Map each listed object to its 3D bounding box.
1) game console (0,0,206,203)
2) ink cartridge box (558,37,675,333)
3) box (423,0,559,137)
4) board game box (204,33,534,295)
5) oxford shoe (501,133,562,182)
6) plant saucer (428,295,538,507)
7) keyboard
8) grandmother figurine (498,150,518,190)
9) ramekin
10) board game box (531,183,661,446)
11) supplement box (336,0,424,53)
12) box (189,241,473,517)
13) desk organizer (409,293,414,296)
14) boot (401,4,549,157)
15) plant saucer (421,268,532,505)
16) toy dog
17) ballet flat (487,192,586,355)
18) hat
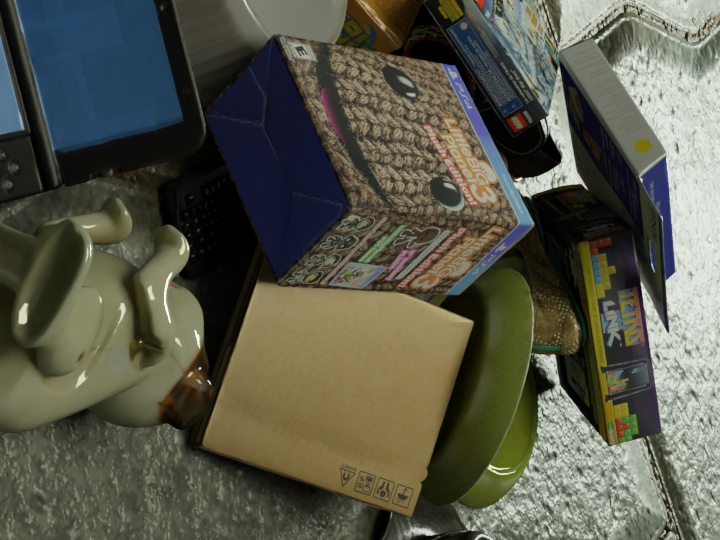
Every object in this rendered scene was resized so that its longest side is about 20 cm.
[{"bbox_3d":[-0.214,-0.152,1.295,0.172,0.118,0.201,-21,98,-57],"label":"game console"},{"bbox_3d":[0.243,-0.076,1.776,0.198,0.047,0.201,73,-10,-57],"label":"ink cartridge box"},{"bbox_3d":[0.116,-0.206,1.707,0.137,0.040,0.200,56,19,-12],"label":"box"},{"bbox_3d":[0.007,-0.076,1.502,0.199,0.097,0.160,3,53,-45],"label":"board game box"},{"bbox_3d":[0.135,-0.181,1.875,0.071,0.072,0.201,-47,120,-50],"label":"oxford shoe"},{"bbox_3d":[0.111,0.112,1.794,0.200,0.031,0.202,21,64,-53],"label":"plant saucer"},{"bbox_3d":[-0.082,-0.070,1.540,0.200,0.039,0.105,-35,114,-56],"label":"keyboard"},{"bbox_3d":[0.088,-0.094,1.737,0.121,0.061,0.200,46,6,14],"label":"grandmother figurine"},{"bbox_3d":[-0.091,-0.229,1.525,0.202,0.094,0.204,21,64,-52],"label":"ramekin"},{"bbox_3d":[0.218,0.038,1.846,0.165,0.056,0.201,-124,-158,-69],"label":"board game box"},{"bbox_3d":[0.023,-0.264,1.727,0.069,0.066,0.201,44,44,-25],"label":"supplement box"},{"bbox_3d":[-0.017,0.083,1.508,0.199,0.021,0.165,22,83,-30],"label":"box"},{"bbox_3d":[0.000,0.000,1.621,0.077,0.071,0.201,50,43,-41],"label":"desk organizer"},{"bbox_3d":[0.098,-0.158,1.757,0.204,0.073,0.154,51,17,-20],"label":"boot"},{"bbox_3d":[0.078,0.090,1.617,0.031,0.200,0.201,20,60,-19],"label":"plant saucer"},{"bbox_3d":[-0.174,0.047,1.285,0.200,0.139,0.195,16,84,-54],"label":"toy dog"},{"bbox_3d":[0.149,0.001,1.835,0.201,0.065,0.071,-110,-167,-47],"label":"ballet flat"},{"bbox_3d":[0.084,0.279,1.657,0.200,0.080,0.202,21,65,-54],"label":"hat"}]
